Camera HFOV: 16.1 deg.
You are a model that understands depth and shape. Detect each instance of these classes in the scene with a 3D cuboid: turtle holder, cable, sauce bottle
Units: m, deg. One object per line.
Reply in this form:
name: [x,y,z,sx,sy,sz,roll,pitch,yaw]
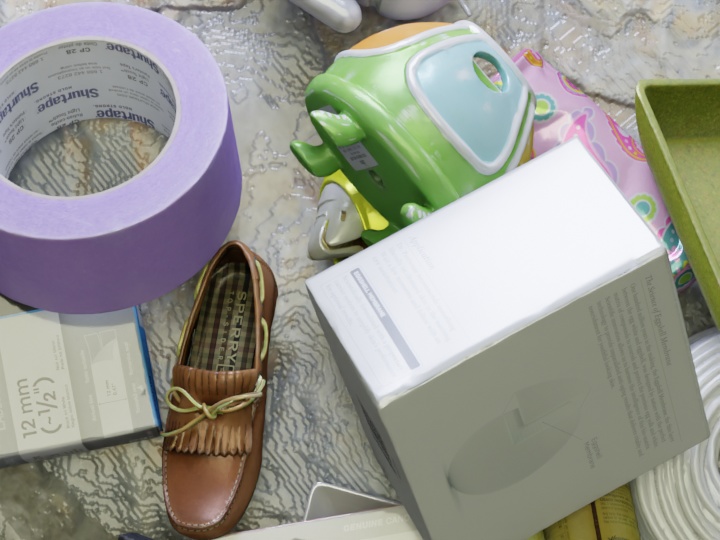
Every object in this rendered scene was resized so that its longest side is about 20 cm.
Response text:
turtle holder: [0.056,-0.078,1.644,0.132,0.141,0.185,-42,70,-14]
cable: [0.273,0.131,1.718,0.199,0.069,0.201,-14,83,-3]
sauce bottle: [0.151,0.154,1.689,0.066,0.066,0.201,-5,59,-2]

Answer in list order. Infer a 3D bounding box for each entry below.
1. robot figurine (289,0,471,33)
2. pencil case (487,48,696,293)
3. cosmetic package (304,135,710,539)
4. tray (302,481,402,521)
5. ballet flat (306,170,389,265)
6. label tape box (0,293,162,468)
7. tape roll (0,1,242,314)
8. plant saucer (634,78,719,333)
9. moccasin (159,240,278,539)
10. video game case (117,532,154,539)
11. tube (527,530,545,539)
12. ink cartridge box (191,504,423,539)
robot figurine: [0.001,-0.244,1.738,0.199,0.113,0.170,27,76,2]
pencil case: [0.155,-0.058,1.732,0.087,0.087,0.200,-43,85,-6]
cosmetic package: [0.096,0.057,1.604,0.199,0.200,0.123,-27,49,-6]
tray: [-0.006,0.252,1.719,0.107,0.022,0.201,15,82,0]
ballet flat: [0.000,0.000,1.725,0.067,0.067,0.201,-12,85,-29]
label tape box: [-0.243,0.058,1.717,0.199,0.066,0.144,-11,82,-4]
tape roll: [-0.180,-0.076,1.684,0.199,0.085,0.201,-2,55,3]
plant saucer: [0.279,-0.032,1.700,0.199,0.048,0.201,-4,63,-36]
moccasin: [-0.093,0.079,1.689,0.073,0.078,0.202,10,69,13]
video game case: [-0.092,0.286,1.628,0.199,0.025,0.182,18,96,25]
tube: [0.102,0.172,1.719,0.052,0.058,0.201,-35,80,24]
ink cartridge box: [-0.031,0.255,1.684,0.199,0.045,0.177,-9,83,-3]
